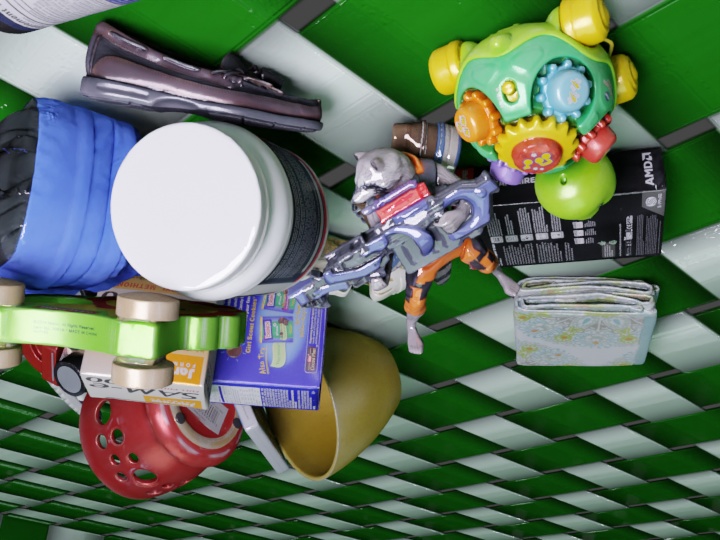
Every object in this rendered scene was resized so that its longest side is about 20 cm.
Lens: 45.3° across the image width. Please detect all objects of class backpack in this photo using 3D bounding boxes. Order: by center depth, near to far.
[{"bbox_3d":[-0.261,-0.060,0.771,0.165,0.167,0.199,6,164,-32],"label":"backpack"}]

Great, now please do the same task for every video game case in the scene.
[{"bbox_3d":[-0.160,0.169,1.188,0.022,0.184,0.201,-25,152,-6],"label":"video game case"}]

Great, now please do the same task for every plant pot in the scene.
[{"bbox_3d":[-0.028,0.162,1.164,0.140,0.204,0.200,-13,164,-33],"label":"plant pot"},{"bbox_3d":[-0.280,0.213,1.264,0.181,0.204,0.199,-27,140,32],"label":"plant pot"}]

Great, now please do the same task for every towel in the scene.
[{"bbox_3d":[0.276,0.067,1.073,0.167,0.049,0.201,1,152,13],"label":"towel"}]

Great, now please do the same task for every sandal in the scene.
[{"bbox_3d":[-0.452,0.187,1.382,0.050,0.082,0.204,-38,151,-12],"label":"sandal"}]

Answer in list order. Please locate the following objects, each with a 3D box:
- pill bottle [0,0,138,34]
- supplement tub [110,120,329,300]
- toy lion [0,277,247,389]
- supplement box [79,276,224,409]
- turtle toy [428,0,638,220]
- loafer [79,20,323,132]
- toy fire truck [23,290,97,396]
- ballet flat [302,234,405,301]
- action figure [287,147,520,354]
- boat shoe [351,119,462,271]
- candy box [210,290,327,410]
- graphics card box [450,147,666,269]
[{"bbox_3d":[-0.196,-0.214,0.537,0.196,0.114,0.112,-7,151,21],"label":"pill bottle"},{"bbox_3d":[-0.111,-0.048,0.735,0.137,0.144,0.200,-2,180,11],"label":"supplement tub"},{"bbox_3d":[-0.198,0.042,0.713,0.195,0.070,0.192,6,-176,5],"label":"toy lion"},{"bbox_3d":[-0.207,0.032,0.902,0.123,0.204,0.074,6,153,-5],"label":"supplement box"},{"bbox_3d":[0.147,-0.116,0.683,0.143,0.103,0.199,-14,147,30],"label":"turtle toy"},{"bbox_3d":[-0.123,-0.154,0.696,0.195,0.065,0.072,7,-175,-12],"label":"loafer"},{"bbox_3d":[-0.378,0.035,1.000,0.197,0.129,0.179,21,122,16],"label":"toy fire truck"},{"bbox_3d":[0.000,0.000,0.960,0.195,0.072,0.071,9,152,-11],"label":"ballet flat"},{"bbox_3d":[0.033,-0.021,0.754,0.196,0.106,0.195,-22,126,9],"label":"action figure"},{"bbox_3d":[0.030,-0.074,0.825,0.071,0.073,0.201,14,141,-10],"label":"boat shoe"},{"bbox_3d":[-0.136,0.063,0.983,0.195,0.172,0.078,5,150,-1],"label":"candy box"},{"bbox_3d":[0.195,-0.056,0.845,0.195,0.052,0.126,-4,151,17],"label":"graphics card box"}]
